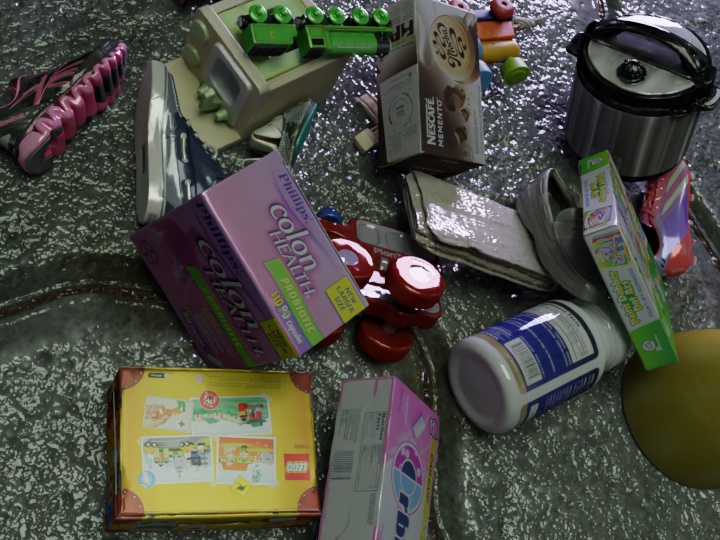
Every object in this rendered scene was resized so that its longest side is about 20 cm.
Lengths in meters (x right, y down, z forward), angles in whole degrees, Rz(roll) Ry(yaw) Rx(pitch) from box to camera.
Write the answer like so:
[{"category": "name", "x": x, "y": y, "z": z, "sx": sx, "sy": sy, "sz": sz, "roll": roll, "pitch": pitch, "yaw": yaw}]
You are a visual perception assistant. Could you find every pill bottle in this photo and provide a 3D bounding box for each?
[{"category": "pill bottle", "x": 0.210, "y": 0.101, "z": 1.162, "sx": 0.200, "sy": 0.116, "sz": 0.116, "roll": -20, "pitch": 75, "yaw": -29}]

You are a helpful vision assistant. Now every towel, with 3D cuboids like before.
[{"category": "towel", "x": 0.144, "y": -0.050, "z": 1.217, "sx": 0.200, "sy": 0.034, "sz": 0.133, "roll": 18, "pitch": 36, "yaw": -23}]

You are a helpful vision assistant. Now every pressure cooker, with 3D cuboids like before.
[{"category": "pressure cooker", "x": 0.366, "y": -0.236, "z": 1.312, "sx": 0.176, "sy": 0.200, "sz": 0.179, "roll": -8, "pitch": 53, "yaw": -3}]

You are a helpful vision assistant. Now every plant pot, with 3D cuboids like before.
[{"category": "plant pot", "x": 0.444, "y": 0.151, "z": 1.217, "sx": 0.200, "sy": 0.142, "sz": 0.200, "roll": 9, "pitch": 63, "yaw": -19}]

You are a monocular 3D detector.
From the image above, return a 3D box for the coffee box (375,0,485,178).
[{"category": "coffee box", "x": 0.085, "y": -0.224, "z": 1.240, "sx": 0.113, "sy": 0.080, "sz": 0.200, "roll": 6, "pitch": 79, "yaw": -40}]

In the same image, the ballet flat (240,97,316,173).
[{"category": "ballet flat", "x": -0.102, "y": -0.131, "z": 1.175, "sx": 0.072, "sy": 0.072, "sz": 0.200, "roll": 20, "pitch": 60, "yaw": -12}]

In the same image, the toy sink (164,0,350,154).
[{"category": "toy sink", "x": -0.134, "y": -0.246, "z": 1.191, "sx": 0.200, "sy": 0.112, "sz": 0.130, "roll": -31, "pitch": 80, "yaw": -30}]

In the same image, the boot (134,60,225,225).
[{"category": "boot", "x": -0.206, "y": -0.140, "z": 1.144, "sx": 0.090, "sy": 0.073, "sz": 0.200, "roll": 6, "pitch": 72, "yaw": -27}]

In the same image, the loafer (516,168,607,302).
[{"category": "loafer", "x": 0.248, "y": -0.045, "z": 1.209, "sx": 0.070, "sy": 0.070, "sz": 0.200, "roll": 9, "pitch": 40, "yaw": -31}]

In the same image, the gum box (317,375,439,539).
[{"category": "gum box", "x": 0.022, "y": 0.213, "z": 1.028, "sx": 0.114, "sy": 0.066, "sz": 0.200, "roll": 46, "pitch": 45, "yaw": -48}]

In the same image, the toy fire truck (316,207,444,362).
[{"category": "toy fire truck", "x": 0.000, "y": 0.000, "z": 1.144, "sx": 0.200, "sy": 0.112, "sz": 0.168, "roll": 15, "pitch": 38, "yaw": -15}]

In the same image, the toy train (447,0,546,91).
[{"category": "toy train", "x": 0.197, "y": -0.301, "z": 1.358, "sx": 0.200, "sy": 0.085, "sz": 0.116, "roll": -10, "pitch": 62, "yaw": -26}]

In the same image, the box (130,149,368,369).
[{"category": "box", "x": -0.117, "y": 0.000, "z": 1.006, "sx": 0.097, "sy": 0.200, "sz": 0.176, "roll": -35, "pitch": 100, "yaw": -33}]

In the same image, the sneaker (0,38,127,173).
[{"category": "sneaker", "x": -0.340, "y": -0.201, "z": 1.117, "sx": 0.095, "sy": 0.079, "sz": 0.200, "roll": 30, "pitch": 57, "yaw": 7}]

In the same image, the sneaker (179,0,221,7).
[{"category": "sneaker", "x": -0.143, "y": -0.365, "z": 1.278, "sx": 0.200, "sy": 0.070, "sz": 0.090, "roll": -1, "pitch": 82, "yaw": -22}]

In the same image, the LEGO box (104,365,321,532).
[{"category": "LEGO box", "x": -0.148, "y": 0.180, "z": 1.003, "sx": 0.200, "sy": 0.077, "sz": 0.149, "roll": 4, "pitch": 65, "yaw": -20}]

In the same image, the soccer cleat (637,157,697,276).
[{"category": "soccer cleat", "x": 0.409, "y": -0.085, "z": 1.363, "sx": 0.076, "sy": 0.067, "sz": 0.200, "roll": 8, "pitch": 66, "yaw": -12}]

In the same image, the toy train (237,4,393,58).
[{"category": "toy train", "x": -0.047, "y": -0.273, "z": 1.157, "sx": 0.200, "sy": 0.042, "sz": 0.056, "roll": -6, "pitch": 76, "yaw": -29}]

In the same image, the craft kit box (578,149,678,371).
[{"category": "craft kit box", "x": 0.319, "y": -0.016, "z": 1.203, "sx": 0.200, "sy": 0.049, "sz": 0.198, "roll": 59, "pitch": 26, "yaw": -24}]

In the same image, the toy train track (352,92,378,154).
[{"category": "toy train track", "x": 0.072, "y": -0.208, "z": 1.301, "sx": 0.200, "sy": 0.033, "sz": 0.115, "roll": -34, "pitch": 82, "yaw": -32}]
